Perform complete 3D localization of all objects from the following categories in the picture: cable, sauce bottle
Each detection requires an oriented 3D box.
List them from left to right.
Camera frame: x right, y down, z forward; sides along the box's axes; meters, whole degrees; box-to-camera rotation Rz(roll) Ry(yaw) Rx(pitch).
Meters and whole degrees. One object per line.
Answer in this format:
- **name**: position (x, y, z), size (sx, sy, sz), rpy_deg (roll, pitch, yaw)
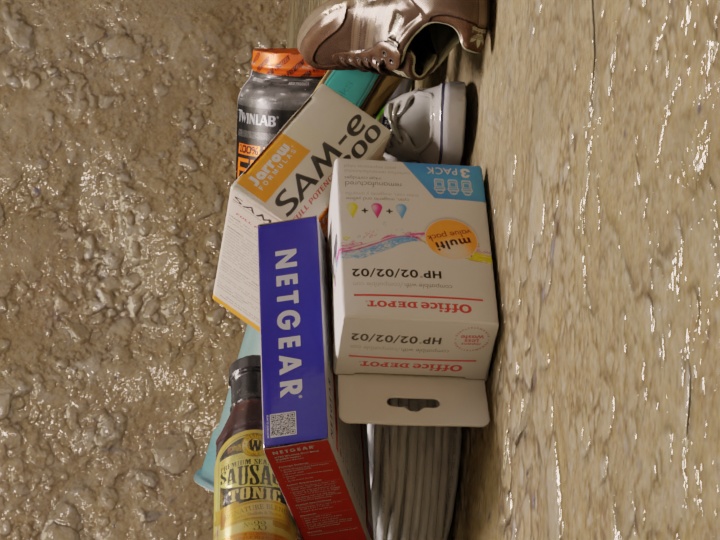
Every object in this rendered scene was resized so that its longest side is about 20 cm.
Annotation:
- **sauce bottle**: position (-0.081, 0.156, 1.458), size (0.066, 0.065, 0.201), rpy_deg (101, 167, -51)
- **cable**: position (0.035, 0.142, 1.576), size (0.200, 0.069, 0.202), rpy_deg (-161, 72, -84)

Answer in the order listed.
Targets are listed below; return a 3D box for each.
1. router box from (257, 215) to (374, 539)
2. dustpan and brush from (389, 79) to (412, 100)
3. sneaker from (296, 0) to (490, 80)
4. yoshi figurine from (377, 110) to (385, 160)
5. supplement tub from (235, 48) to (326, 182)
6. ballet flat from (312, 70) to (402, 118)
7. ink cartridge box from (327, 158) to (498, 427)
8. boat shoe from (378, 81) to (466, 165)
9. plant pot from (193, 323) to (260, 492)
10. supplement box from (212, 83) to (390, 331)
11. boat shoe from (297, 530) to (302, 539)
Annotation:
- **router box**: position (-0.033, 0.092, 1.454), size (0.180, 0.048, 0.201), rpy_deg (72, -169, -52)
- **dustpan and brush**: position (0.015, -0.173, 1.692), size (0.140, 0.057, 0.201), rpy_deg (101, -174, -63)
- **sneaker**: position (0.021, -0.181, 1.510), size (0.199, 0.070, 0.076), rpy_deg (-21, 68, 47)
- **yoshi figurine**: position (-0.002, -0.148, 1.896), size (0.201, 0.111, 0.113), rpy_deg (-100, 21, -53)
- **supplement tub**: position (-0.054, -0.101, 1.770), size (0.123, 0.121, 0.202), rpy_deg (-123, 34, -79)
- **ballet flat**: position (0.022, -0.192, 1.618), size (0.200, 0.069, 0.063), rpy_deg (-53, -17, 2)
- **ink cartridge box**: position (0.037, 0.014, 1.401), size (0.068, 0.114, 0.201), rpy_deg (99, 171, -48)
- **boat shoe**: position (0.047, -0.119, 1.596), size (0.200, 0.065, 0.073), rpy_deg (-159, 73, -84)
- **plant pot**: position (-0.043, 0.119, 1.817), size (0.200, 0.199, 0.198), rpy_deg (-152, 72, -83)
- **supplement box**: position (-0.051, -0.043, 1.579), size (0.126, 0.073, 0.200), rpy_deg (-51, -10, -26)
- **boat shoe**: position (-0.048, 0.210, 1.571), size (0.071, 0.070, 0.201), rpy_deg (-96, -15, -52)
